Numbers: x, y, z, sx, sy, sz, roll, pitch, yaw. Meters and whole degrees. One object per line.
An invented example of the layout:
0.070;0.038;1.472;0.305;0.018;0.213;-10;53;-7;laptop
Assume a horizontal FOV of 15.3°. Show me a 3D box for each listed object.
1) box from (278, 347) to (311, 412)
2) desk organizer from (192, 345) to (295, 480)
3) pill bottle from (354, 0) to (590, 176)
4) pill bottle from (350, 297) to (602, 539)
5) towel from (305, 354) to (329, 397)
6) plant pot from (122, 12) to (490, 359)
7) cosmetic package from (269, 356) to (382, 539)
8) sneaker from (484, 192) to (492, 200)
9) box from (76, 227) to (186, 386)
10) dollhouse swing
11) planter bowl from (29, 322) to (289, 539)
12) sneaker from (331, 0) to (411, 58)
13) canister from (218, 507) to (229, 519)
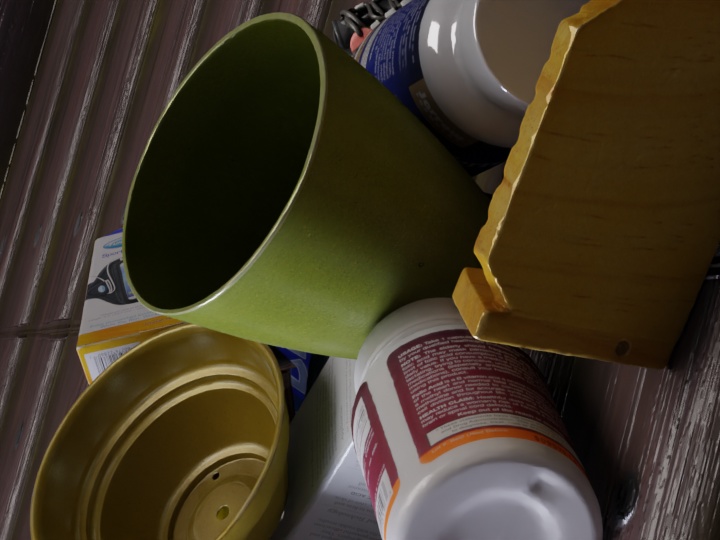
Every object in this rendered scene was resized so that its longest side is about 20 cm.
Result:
-0.042;0.014;1.947;0.064;0.070;0.201;-176;103;-72;box
-0.109;0.074;1.869;0.200;0.071;0.077;-140;39;-61;desk organizer
0.075;-0.124;1.619;0.200;0.115;0.116;155;130;-69;pill bottle
0.057;0.100;1.460;0.200;0.114;0.115;-108;38;-64;pill bottle
0.002;0.018;1.839;0.112;0.048;0.201;142;142;-64;towel
-0.005;-0.025;1.584;0.187;0.199;0.188;-34;43;38;plant pot
-0.008;0.132;1.720;0.102;0.074;0.200;-90;21;-43;cosmetic package
0.000;0.000;1.741;0.199;0.074;0.081;-15;64;44;sneaker
-0.129;0.011;1.864;0.200;0.118;0.042;-90;-14;-67;box
0.112;-0.081;1.390;0.176;0.181;0.201;41;115;50;dollhouse swing
-0.108;0.138;1.706;0.200;0.083;0.201;-23;46;25;planter bowl
0.025;-0.167;1.875;0.201;0.082;0.077;-62;17;11;sneaker
-0.114;0.226;1.950;0.201;0.086;0.149;-90;23;-43;canister
